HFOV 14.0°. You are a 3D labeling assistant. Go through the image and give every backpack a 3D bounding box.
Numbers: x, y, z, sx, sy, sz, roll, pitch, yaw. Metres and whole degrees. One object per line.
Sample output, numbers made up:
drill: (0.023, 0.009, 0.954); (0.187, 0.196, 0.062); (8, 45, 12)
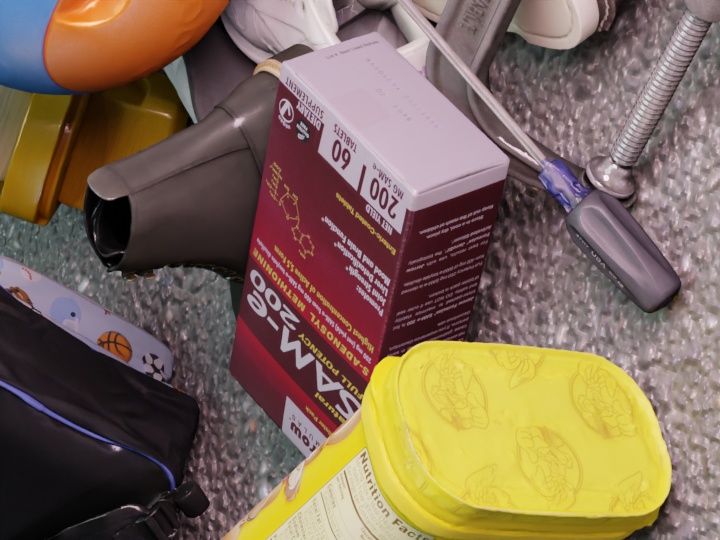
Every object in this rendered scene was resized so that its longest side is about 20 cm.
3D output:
backpack: (-0.201, 0.099, 1.627); (0.191, 0.199, 0.154); (-49, 15, 35)

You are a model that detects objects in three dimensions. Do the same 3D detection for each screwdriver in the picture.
screwdriver: (0.075, -0.060, 1.333); (0.028, 0.029, 0.200); (-42, 79, 9)

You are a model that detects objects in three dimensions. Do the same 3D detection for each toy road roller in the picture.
toy road roller: (-0.171, -0.092, 1.694); (0.200, 0.145, 0.124); (-74, 4, -71)

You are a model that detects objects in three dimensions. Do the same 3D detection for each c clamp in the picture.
c clamp: (0.114, -0.095, 1.302); (0.170, 0.027, 0.200); (37, 137, 4)

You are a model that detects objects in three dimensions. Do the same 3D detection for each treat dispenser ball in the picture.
treat dispenser ball: (-0.148, -0.188, 1.452); (0.200, 0.200, 0.202); (-12, 75, 52)

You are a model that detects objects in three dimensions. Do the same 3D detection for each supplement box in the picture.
supplement box: (0.000, 0.000, 1.405); (0.109, 0.061, 0.201); (45, 141, 33)

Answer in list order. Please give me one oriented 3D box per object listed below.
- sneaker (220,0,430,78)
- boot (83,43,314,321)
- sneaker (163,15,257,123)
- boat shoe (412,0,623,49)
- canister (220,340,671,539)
sneaker: (-0.010, -0.132, 1.472); (0.200, 0.075, 0.100); (44, 156, 39)
boot: (-0.082, -0.013, 1.467); (0.077, 0.138, 0.201); (43, 148, 31)
sneaker: (-0.079, -0.124, 1.599); (0.067, 0.108, 0.202); (-35, 85, 1)
boat shoe: (0.066, -0.157, 1.407); (0.200, 0.059, 0.072); (24, 145, 56)
canister: (0.025, 0.120, 1.345); (0.200, 0.148, 0.087); (-45, 51, 42)
